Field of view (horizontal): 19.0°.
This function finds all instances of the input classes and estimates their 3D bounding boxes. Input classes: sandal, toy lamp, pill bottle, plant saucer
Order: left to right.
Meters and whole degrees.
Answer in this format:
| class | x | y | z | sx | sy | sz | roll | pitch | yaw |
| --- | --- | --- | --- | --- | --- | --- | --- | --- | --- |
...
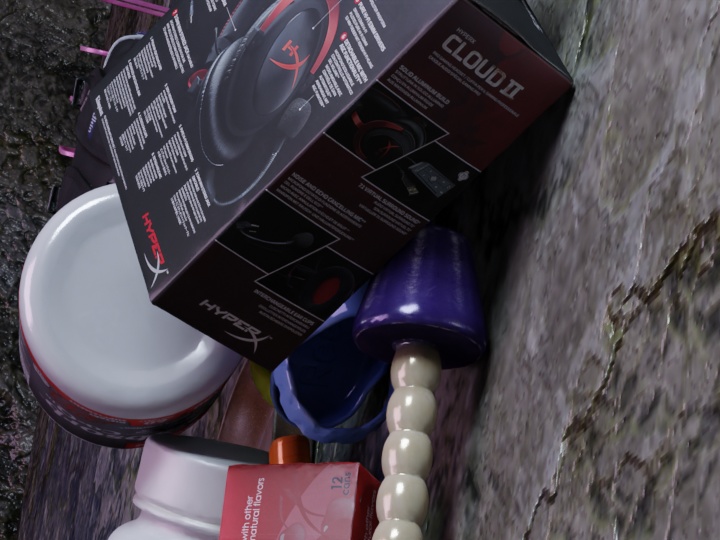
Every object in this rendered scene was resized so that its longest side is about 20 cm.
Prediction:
| class | x | y | z | sx | sy | sz | roll | pitch | yaw |
| --- | --- | --- | --- | --- | --- | --- | --- | --- | --- |
| pill bottle | -0.119 | 0.031 | 1.116 | 0.200 | 0.115 | 0.117 | 127 | 154 | -76 |
| pill bottle | -0.082 | 0.190 | 1.072 | 0.113 | 0.112 | 0.202 | -160 | 82 | -78 |
| plant saucer | -0.062 | 0.142 | 1.225 | 0.200 | 0.032 | 0.202 | -167 | 90 | -79 |
| sandal | 0.000 | 0.000 | 0.995 | 0.087 | 0.079 | 0.201 | -108 | 24 | -61 |
| toy lamp | 0.019 | 0.079 | 0.858 | 0.058 | 0.058 | 0.202 | 128 | 150 | -64 |

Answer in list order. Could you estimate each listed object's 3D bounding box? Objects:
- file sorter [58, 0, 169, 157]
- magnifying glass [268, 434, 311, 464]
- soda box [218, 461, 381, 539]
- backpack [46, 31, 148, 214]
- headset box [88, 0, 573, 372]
| class | x | y | z | sx | sy | sz | roll | pitch | yaw |
| --- | --- | --- | --- | --- | --- | --- | --- | --- | --- |
| file sorter | -0.190 | -0.186 | 1.930 | 0.139 | 0.124 | 0.202 | -152 | 75 | -78 |
| magnifying glass | -0.025 | 0.171 | 0.974 | 0.080 | 0.022 | 0.201 | 114 | 152 | -59 |
| soda box | -0.027 | 0.183 | 0.881 | 0.070 | 0.063 | 0.202 | 48 | -136 | -56 |
| backpack | -0.103 | -0.046 | 1.316 | 0.200 | 0.149 | 0.179 | -143 | 68 | -73 |
| headset box | -0.011 | -0.083 | 0.894 | 0.200 | 0.075 | 0.149 | -44 | 40 | 18 |
